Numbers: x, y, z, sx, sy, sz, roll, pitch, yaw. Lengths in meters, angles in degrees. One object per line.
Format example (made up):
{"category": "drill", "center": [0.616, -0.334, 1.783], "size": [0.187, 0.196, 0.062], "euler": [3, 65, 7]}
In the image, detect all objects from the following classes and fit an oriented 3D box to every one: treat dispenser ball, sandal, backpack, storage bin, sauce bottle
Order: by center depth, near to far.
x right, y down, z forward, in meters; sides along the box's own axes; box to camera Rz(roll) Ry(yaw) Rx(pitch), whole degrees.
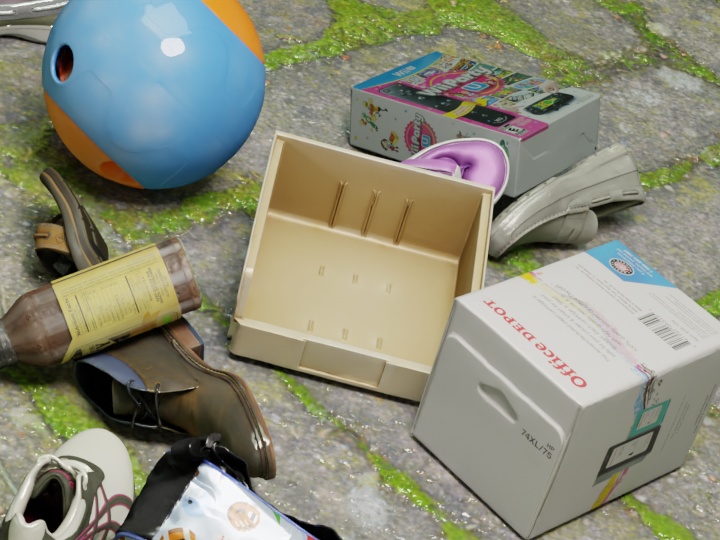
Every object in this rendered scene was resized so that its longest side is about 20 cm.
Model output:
{"category": "backpack", "center": [-0.078, 0.224, 1.393], "size": [0.190, 0.200, 0.155], "euler": [25, 65, -1]}
{"category": "sauce bottle", "center": [-0.225, 0.035, 1.650], "size": [0.199, 0.065, 0.065], "euler": [-20, 44, -9]}
{"category": "sandal", "center": [-0.240, -0.009, 1.760], "size": [0.054, 0.082, 0.200], "euler": [-26, 54, 0]}
{"category": "storage bin", "center": [0.000, 0.000, 1.799], "size": [0.199, 0.094, 0.199], "euler": [15, 42, -4]}
{"category": "treat dispenser ball", "center": [-0.184, -0.173, 1.884], "size": [0.200, 0.202, 0.201], "euler": [11, 34, -8]}
{"category": "sandal", "center": [0.046, -0.067, 1.915], "size": [0.202, 0.050, 0.083], "euler": [-20, 83, -11]}

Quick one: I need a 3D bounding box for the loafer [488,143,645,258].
{"category": "loafer", "center": [0.197, -0.055, 2.001], "size": [0.200, 0.070, 0.070], "euler": [-29, 85, -32]}

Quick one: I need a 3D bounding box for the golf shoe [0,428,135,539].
{"category": "golf shoe", "center": [-0.205, 0.164, 1.504], "size": [0.077, 0.088, 0.200], "euler": [17, 33, 4]}

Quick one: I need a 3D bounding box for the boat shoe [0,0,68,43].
{"category": "boat shoe", "center": [-0.353, -0.266, 2.062], "size": [0.201, 0.065, 0.075], "euler": [6, 35, -15]}

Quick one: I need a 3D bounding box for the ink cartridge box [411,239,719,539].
{"category": "ink cartridge box", "center": [0.172, 0.093, 1.712], "size": [0.199, 0.146, 0.147], "euler": [-18, 48, -40]}

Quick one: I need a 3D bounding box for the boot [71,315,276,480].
{"category": "boot", "center": [-0.144, 0.111, 1.629], "size": [0.097, 0.075, 0.200], "euler": [-17, 36, -26]}

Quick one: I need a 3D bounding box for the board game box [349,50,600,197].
{"category": "board game box", "center": [0.110, -0.146, 2.053], "size": [0.199, 0.065, 0.147], "euler": [18, 30, 33]}
